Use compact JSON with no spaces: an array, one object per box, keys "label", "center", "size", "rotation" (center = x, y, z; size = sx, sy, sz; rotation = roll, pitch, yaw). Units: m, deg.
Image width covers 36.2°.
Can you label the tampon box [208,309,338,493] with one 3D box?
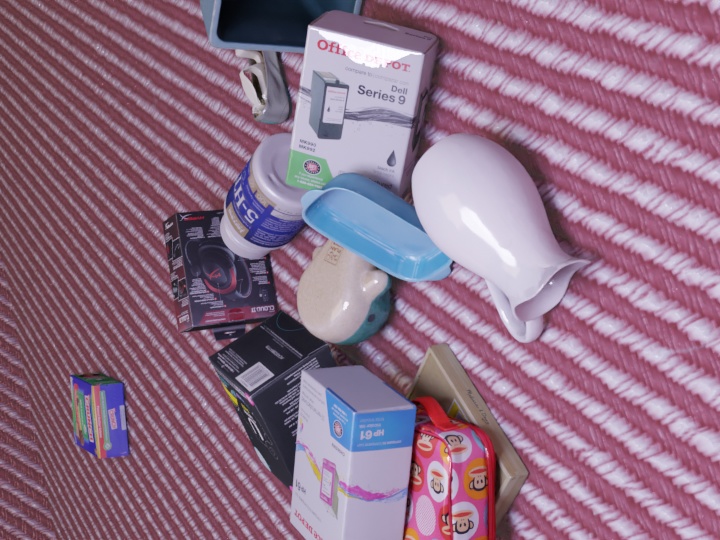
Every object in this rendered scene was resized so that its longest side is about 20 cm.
[{"label":"tampon box","center":[-0.091,0.187,1.498],"size":[0.150,0.126,0.201],"rotation":[29,147,56]}]

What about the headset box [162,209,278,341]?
[{"label":"headset box","center":[-0.219,0.008,1.736],"size":[0.075,0.148,0.202],"rotation":[-22,77,60]}]

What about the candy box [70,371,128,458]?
[{"label":"candy box","center":[-0.604,0.331,2.543],"size":[0.200,0.077,0.171],"rotation":[4,99,59]}]

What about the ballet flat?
[{"label":"ballet flat","center":[-0.153,-0.313,1.643],"size":[0.067,0.063,0.201],"rotation":[-36,65,57]}]

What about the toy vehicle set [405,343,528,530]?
[{"label":"toy vehicle set","center":[0.117,0.202,1.306],"size":[0.201,0.026,0.125],"rotation":[59,142,36]}]

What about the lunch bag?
[{"label":"lunch bag","center":[0.075,0.233,1.277],"size":[0.200,0.081,0.178],"rotation":[10,104,60]}]

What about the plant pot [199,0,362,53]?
[{"label":"plant pot","center":[-0.114,-0.417,1.441],"size":[0.200,0.195,0.197],"rotation":[-121,37,-49]}]

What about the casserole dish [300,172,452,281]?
[{"label":"casserole dish","center":[0.024,-0.053,1.301],"size":[0.121,0.199,0.039],"rotation":[-35,31,56]}]

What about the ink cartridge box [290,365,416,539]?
[{"label":"ink cartridge box","center":[-0.012,0.229,1.275],"size":[0.144,0.084,0.202],"rotation":[29,118,59]}]

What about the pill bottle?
[{"label":"pill bottle","center":[-0.130,-0.099,1.589],"size":[0.200,0.119,0.120],"rotation":[-46,57,54]}]

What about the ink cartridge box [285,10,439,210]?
[{"label":"ink cartridge box","center":[0.000,-0.190,1.309],"size":[0.145,0.084,0.201],"rotation":[15,117,10]}]

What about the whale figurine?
[{"label":"whale figurine","center":[0.000,0.000,1.428],"size":[0.159,0.103,0.201],"rotation":[21,90,52]}]

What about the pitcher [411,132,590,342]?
[{"label":"pitcher","center":[0.138,-0.031,1.155],"size":[0.200,0.121,0.172],"rotation":[54,155,25]}]
